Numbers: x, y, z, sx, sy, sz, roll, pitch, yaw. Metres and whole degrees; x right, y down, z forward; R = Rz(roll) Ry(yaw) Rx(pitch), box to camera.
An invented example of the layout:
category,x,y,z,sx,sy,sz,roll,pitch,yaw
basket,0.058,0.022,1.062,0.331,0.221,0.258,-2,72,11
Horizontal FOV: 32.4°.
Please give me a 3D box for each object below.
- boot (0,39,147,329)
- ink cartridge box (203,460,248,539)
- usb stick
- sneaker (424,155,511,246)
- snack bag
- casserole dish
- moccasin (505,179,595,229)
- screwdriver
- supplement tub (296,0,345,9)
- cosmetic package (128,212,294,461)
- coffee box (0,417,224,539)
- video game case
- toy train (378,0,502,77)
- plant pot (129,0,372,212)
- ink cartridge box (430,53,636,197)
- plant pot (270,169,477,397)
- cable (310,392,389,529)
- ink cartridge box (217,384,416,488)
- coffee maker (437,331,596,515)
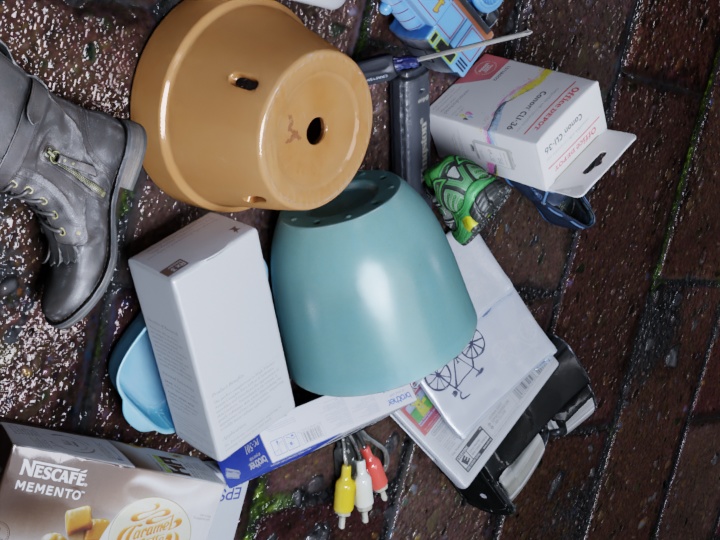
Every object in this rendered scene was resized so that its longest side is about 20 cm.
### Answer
category,x,y,z,sx,sy,sz,roll,pitch,yaw
boot,-0.269,-0.066,0.984,0.173,0.069,0.203,20,84,-48
ink cartridge box,-0.210,0.289,1.220,0.195,0.043,0.203,4,102,-49
usb stick,0.055,-0.123,1.336,0.055,0.032,0.203,-28,126,-42
sneaker,0.113,-0.086,1.344,0.078,0.085,0.200,-47,174,-4
snack bag,0.119,0.067,1.420,0.188,0.021,0.201,-37,97,-30
casserole dish,-0.163,0.059,1.170,0.201,0.039,0.121,-53,138,-17
moccasin,0.236,-0.115,1.512,0.199,0.068,0.081,34,81,-49
screwdriver,0.072,-0.206,1.210,0.028,0.197,0.029,-65,145,-60
supplement tub,-0.060,-0.331,1.027,0.144,0.144,0.203,1,107,-48
cosmetic package,-0.132,0.060,1.123,0.101,0.074,0.202,-33,127,-35
coffee box,-0.234,0.208,1.081,0.198,0.080,0.116,18,93,-31
video game case,0.116,0.116,1.440,0.182,0.023,0.200,46,66,-10
toy train,0.063,-0.287,1.221,0.200,0.086,0.115,41,80,-40
plant pot,-0.083,-0.137,1.094,0.199,0.139,0.203,-24,124,-40
ink cartridge box,0.182,-0.158,1.332,0.116,0.199,0.068,-45,135,-24
plant pot,0.000,0.000,1.215,0.200,0.199,0.163,-35,120,-33
cable,-0.003,0.190,1.396,0.097,0.050,0.202,-29,127,-34
ink cartridge box,-0.044,0.158,1.267,0.198,0.094,0.045,-18,78,-40
coffee maker,0.182,0.167,1.529,0.200,0.134,0.193,-45,134,-25
